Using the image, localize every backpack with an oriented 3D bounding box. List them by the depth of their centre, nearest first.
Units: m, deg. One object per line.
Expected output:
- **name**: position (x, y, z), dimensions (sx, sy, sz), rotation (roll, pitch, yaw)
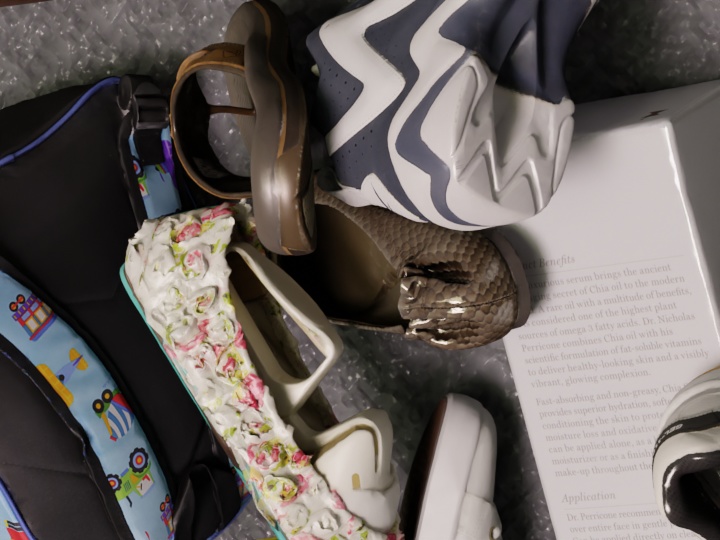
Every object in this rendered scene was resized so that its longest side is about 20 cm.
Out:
- **backpack**: position (-0.135, 0.039, 1.223), dimensions (0.134, 0.183, 0.200), rotation (-9, 114, 43)

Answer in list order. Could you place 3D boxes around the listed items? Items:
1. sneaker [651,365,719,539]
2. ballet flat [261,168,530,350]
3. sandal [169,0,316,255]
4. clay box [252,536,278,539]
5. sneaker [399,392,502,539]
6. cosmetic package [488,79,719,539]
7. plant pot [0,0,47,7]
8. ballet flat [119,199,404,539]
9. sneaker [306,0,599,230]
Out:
- **sneaker**: position (0.190, 0.113, 1.013), dimensions (0.200, 0.088, 0.076), rotation (29, 112, 9)
- **ballet flat**: position (0.000, 0.000, 1.147), dimensions (0.200, 0.046, 0.067), rotation (17, 125, 59)
- **sandal**: position (-0.049, -0.055, 1.124), dimensions (0.054, 0.200, 0.082), rotation (-8, 113, -2)
- **clay box**: position (-0.029, 0.223, 1.239), dimensions (0.200, 0.048, 0.115), rotation (98, 157, -45)
- **sneaker**: position (0.054, 0.150, 1.215), dimensions (0.085, 0.073, 0.200), rotation (5, 106, -3)
- **cosmetic package**: position (0.119, 0.033, 1.113), dimensions (0.101, 0.071, 0.200), rotation (-7, 104, 36)
- **plant pot**: position (-0.206, -0.181, 1.163), dimensions (0.187, 0.200, 0.187), rotation (12, 114, 29)
- **ballet flat**: position (-0.027, 0.058, 1.151), dimensions (0.064, 0.076, 0.200), rotation (-32, 92, 20)
- **sneaker**: position (0.035, -0.107, 1.079), dimensions (0.129, 0.079, 0.199), rotation (-4, 69, 49)
